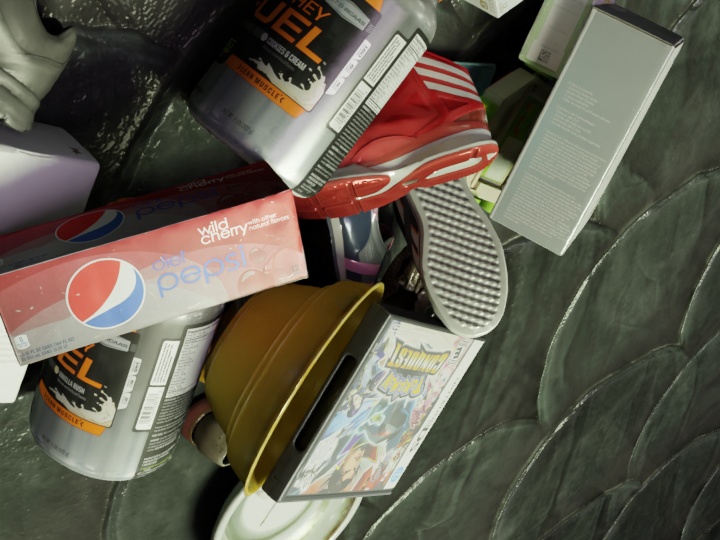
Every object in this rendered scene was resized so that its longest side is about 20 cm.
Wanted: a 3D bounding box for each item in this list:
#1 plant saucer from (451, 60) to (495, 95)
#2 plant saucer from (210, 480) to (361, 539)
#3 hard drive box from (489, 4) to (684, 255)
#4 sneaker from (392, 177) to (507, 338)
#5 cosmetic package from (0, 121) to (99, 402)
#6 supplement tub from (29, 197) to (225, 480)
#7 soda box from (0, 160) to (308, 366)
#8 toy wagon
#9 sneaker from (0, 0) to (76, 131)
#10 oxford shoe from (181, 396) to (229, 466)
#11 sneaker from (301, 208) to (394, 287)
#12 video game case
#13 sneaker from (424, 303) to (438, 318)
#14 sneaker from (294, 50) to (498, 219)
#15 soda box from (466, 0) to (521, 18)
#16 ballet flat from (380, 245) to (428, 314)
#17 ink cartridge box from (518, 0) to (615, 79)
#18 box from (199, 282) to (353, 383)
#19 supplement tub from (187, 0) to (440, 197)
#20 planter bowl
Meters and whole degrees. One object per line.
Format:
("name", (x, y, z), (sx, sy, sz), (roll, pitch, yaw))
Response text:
("plant saucer", (0.040, -0.160, 0.901), (0.199, 0.019, 0.070), (-6, 125, -39))
("plant saucer", (-0.085, 0.253, 1.097), (0.200, 0.050, 0.201), (-24, 134, -27))
("hard drive box", (0.208, -0.131, 0.909), (0.201, 0.077, 0.156), (-65, 168, 21))
("sneaker", (0.079, -0.031, 0.912), (0.078, 0.201, 0.079), (-14, 164, -4))
("cosmetic package", (-0.268, -0.007, 0.698), (0.101, 0.074, 0.201), (8, 113, -45))
("supplement tub", (-0.179, 0.052, 0.788), (0.122, 0.122, 0.201), (0, 120, -43))
("soda box", (-0.140, -0.009, 0.668), (0.199, 0.063, 0.070), (-18, 119, -15))
("toy wagon", (0.140, -0.133, 0.980), (0.200, 0.040, 0.156), (11, 113, -55))
("sneaker", (-0.249, -0.169, 0.595), (0.091, 0.076, 0.200), (-55, 149, -8))
("oxford shoe", (-0.076, 0.154, 1.003), (0.199, 0.075, 0.071), (-13, 130, -35))
("sneaker", (0.000, 0.000, 0.953), (0.082, 0.070, 0.201), (-27, 138, -22))
("video game case", (0.019, 0.121, 0.883), (0.181, 0.025, 0.200), (-59, 151, 8))
("sneaker", (0.070, 0.120, 1.107), (0.200, 0.076, 0.091), (-55, 151, 14))
("sneaker", (0.007, -0.119, 0.848), (0.199, 0.116, 0.078), (-13, 163, 2))
("soda box", (0.096, -0.306, 0.793), (0.064, 0.068, 0.200), (-37, 139, -15))
("ballet flat", (0.030, 0.057, 1.006), (0.046, 0.067, 0.200), (-67, 180, -51))
("ink cartridge box", (0.212, -0.277, 0.893), (0.201, 0.048, 0.145), (-66, 168, 23))
("box", (-0.043, 0.088, 0.935), (0.200, 0.042, 0.119), (29, 118, -30))
("supplement tub", (-0.027, -0.165, 0.752), (0.200, 0.122, 0.122), (-53, 141, 4))
("planter bowl", (-0.068, 0.074, 0.811), (0.201, 0.083, 0.200), (-57, 171, -13))
